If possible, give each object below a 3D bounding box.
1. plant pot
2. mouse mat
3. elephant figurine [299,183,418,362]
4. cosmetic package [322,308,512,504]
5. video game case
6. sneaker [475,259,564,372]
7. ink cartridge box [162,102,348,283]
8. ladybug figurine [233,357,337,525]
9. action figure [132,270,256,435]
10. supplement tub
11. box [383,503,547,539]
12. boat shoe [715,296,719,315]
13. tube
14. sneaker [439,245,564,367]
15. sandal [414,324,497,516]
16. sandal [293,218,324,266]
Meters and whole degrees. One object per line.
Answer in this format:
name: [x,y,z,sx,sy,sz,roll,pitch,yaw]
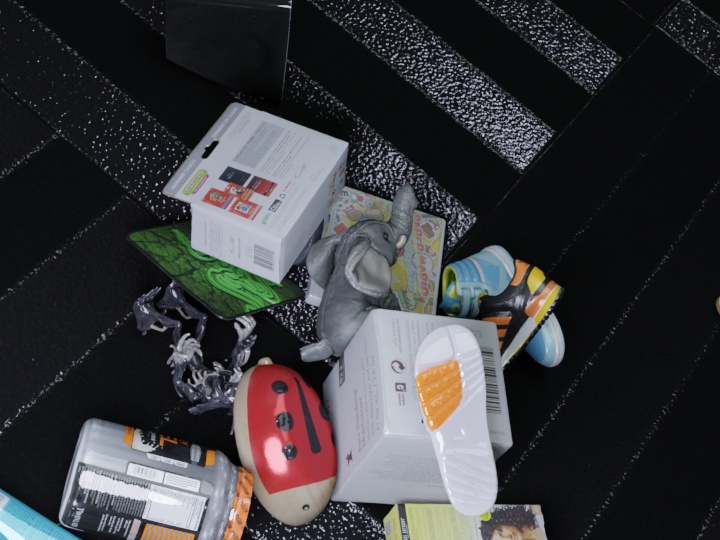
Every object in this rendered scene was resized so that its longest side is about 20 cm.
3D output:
plant pot: [-0.187,-0.385,1.876,0.175,0.201,0.202,4,55,-4]
mouse mat: [-0.183,-0.007,1.663,0.199,0.008,0.160,38,32,27]
elephant figurine: [0.000,0.000,1.675,0.155,0.140,0.203,-21,104,-71]
cosmetic package: [0.063,0.171,1.585,0.163,0.200,0.167,7,56,-19]
video game case: [0.024,-0.015,1.809,0.180,0.023,0.202,18,53,-11]
sneaker: [0.177,0.077,1.728,0.090,0.201,0.070,41,11,11]
ink cartridge box: [-0.135,-0.106,1.694,0.174,0.084,0.201,22,50,13]
ladybug figurine: [-0.083,0.198,1.554,0.135,0.072,0.202,-12,81,-50]
action figure: [-0.190,0.097,1.594,0.118,0.102,0.200,-24,67,-46]
supplement tub: [-0.226,0.246,1.463,0.198,0.123,0.124,17,53,-12]
box: [0.131,0.328,1.605,0.197,0.050,0.076,3,57,-20]
boat shoe: [0.638,0.047,1.999,0.198,0.063,0.074,-5,59,-26]
tube: [-0.357,0.295,1.425,0.199,0.050,0.078,36,74,-1]
sneaker: [0.181,0.062,1.790,0.129,0.080,0.201,-14,55,-32]
sandal: [0.101,0.166,1.449,0.078,0.059,0.210,-7,83,-8]
sandal: [-0.070,-0.094,1.796,0.043,0.076,0.202,29,47,-36]
